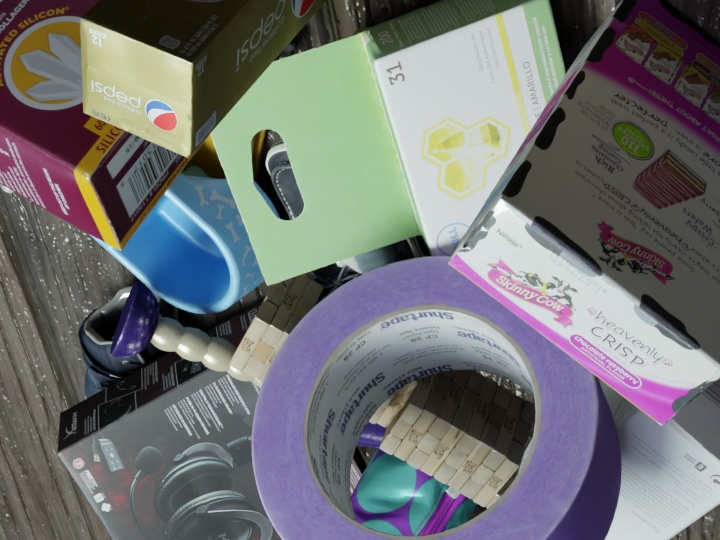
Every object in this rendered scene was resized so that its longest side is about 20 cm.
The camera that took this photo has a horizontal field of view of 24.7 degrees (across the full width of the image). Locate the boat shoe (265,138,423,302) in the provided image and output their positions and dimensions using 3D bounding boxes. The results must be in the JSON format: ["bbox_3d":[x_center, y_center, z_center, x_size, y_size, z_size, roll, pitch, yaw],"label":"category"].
[{"bbox_3d":[0.000,0.000,1.078,0.074,0.062,0.201,-13,118,43],"label":"boat shoe"}]

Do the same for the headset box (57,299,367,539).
[{"bbox_3d":[-0.094,0.127,1.176,0.198,0.077,0.150,-28,110,2],"label":"headset box"}]

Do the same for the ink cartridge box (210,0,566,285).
[{"bbox_3d":[0.023,-0.068,0.932,0.198,0.048,0.147,-20,124,-2],"label":"ink cartridge box"}]

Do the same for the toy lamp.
[{"bbox_3d":[-0.066,0.068,1.093,0.198,0.059,0.058,20,140,-11],"label":"toy lamp"}]

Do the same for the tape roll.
[{"bbox_3d":[0.044,0.100,0.928,0.198,0.202,0.085,13,158,24],"label":"tape roll"}]

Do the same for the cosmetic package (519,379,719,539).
[{"bbox_3d":[0.170,0.116,1.033,0.081,0.113,0.200,38,136,-3],"label":"cosmetic package"}]

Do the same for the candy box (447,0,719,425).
[{"bbox_3d":[0.147,-0.039,0.839,0.136,0.201,0.061,37,138,-1],"label":"candy box"}]

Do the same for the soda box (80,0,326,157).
[{"bbox_3d":[-0.069,-0.152,0.880,0.067,0.201,0.064,22,137,14],"label":"soda box"}]

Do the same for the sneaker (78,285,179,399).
[{"bbox_3d":[-0.127,0.094,1.237,0.200,0.077,0.147,23,140,16],"label":"sneaker"}]

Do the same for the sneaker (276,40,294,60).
[{"bbox_3d":[-0.113,-0.185,0.980,0.097,0.071,0.202,-4,127,42],"label":"sneaker"}]

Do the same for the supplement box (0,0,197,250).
[{"bbox_3d":[-0.200,-0.115,1.001,0.199,0.111,0.086,28,157,20],"label":"supplement box"}]

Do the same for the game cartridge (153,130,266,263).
[{"bbox_3d":[-0.157,-0.111,1.109,0.199,0.032,0.177,30,138,11],"label":"game cartridge"}]

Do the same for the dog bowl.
[{"bbox_3d":[-0.141,-0.051,1.091,0.200,0.050,0.111,42,138,-6],"label":"dog bowl"}]

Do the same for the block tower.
[{"bbox_3d":[0.020,0.076,1.052,0.199,0.054,0.058,30,135,-3],"label":"block tower"}]

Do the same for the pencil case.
[{"bbox_3d":[0.023,0.189,1.121,0.085,0.201,0.092,35,168,-23],"label":"pencil case"}]

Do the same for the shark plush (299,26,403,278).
[{"bbox_3d":[0.011,-0.045,0.991,0.082,0.091,0.203,-8,97,6],"label":"shark plush"}]

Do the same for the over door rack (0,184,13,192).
[{"bbox_3d":[-0.326,-0.057,1.214,0.147,0.066,0.202,25,121,28],"label":"over door rack"}]
